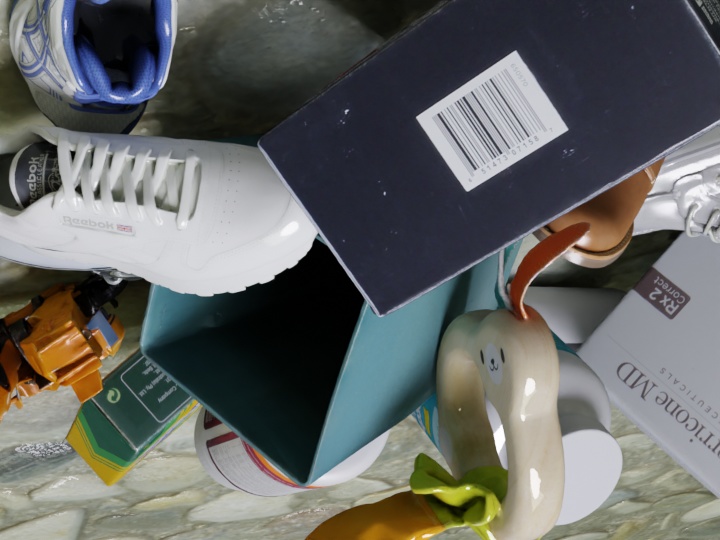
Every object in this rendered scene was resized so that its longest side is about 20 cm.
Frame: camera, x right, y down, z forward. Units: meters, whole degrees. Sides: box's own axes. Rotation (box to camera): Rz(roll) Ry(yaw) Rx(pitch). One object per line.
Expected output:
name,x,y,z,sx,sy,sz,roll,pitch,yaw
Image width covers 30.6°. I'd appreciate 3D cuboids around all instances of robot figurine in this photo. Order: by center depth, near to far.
robot figurine,-0.205,0.055,0.817,0.145,0.058,0.200,-31,-170,-3

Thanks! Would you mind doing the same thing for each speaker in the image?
speaker,0.118,0.051,1.038,0.199,0.081,0.081,2,149,-25

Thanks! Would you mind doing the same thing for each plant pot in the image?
plant pot,0.000,0.000,0.772,0.200,0.141,0.142,-22,138,-48

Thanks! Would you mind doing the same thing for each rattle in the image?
rattle,0.036,0.061,0.679,0.142,0.131,0.200,0,135,-3

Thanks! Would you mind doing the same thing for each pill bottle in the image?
pill bottle,0.092,0.082,0.872,0.110,0.200,0.111,-10,119,-19
pill bottle,-0.060,0.118,1.013,0.109,0.110,0.200,-1,168,-22

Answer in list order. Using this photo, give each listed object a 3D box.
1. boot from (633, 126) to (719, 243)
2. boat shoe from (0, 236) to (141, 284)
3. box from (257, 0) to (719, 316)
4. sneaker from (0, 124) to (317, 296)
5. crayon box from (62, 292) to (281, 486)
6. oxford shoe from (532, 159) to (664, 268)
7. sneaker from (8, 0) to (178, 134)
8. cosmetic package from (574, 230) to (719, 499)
boot,0.247,-0.043,0.897,0.199,0.096,0.074,-24,151,20
boat shoe,-0.137,-0.020,0.797,0.199,0.072,0.071,-1,146,-27
box,0.083,-0.096,0.622,0.200,0.104,0.182,-31,-172,31
sneaker,-0.115,-0.036,0.652,0.199,0.077,0.080,1,163,21
crayon box,-0.134,0.081,0.900,0.126,0.052,0.200,-42,180,-23
oxford shoe,0.143,-0.071,0.748,0.071,0.200,0.071,32,129,3
sneaker,-0.127,-0.105,0.627,0.075,0.088,0.200,-7,154,-15
cosmetic package,0.297,0.064,0.971,0.200,0.165,0.165,-49,147,2
